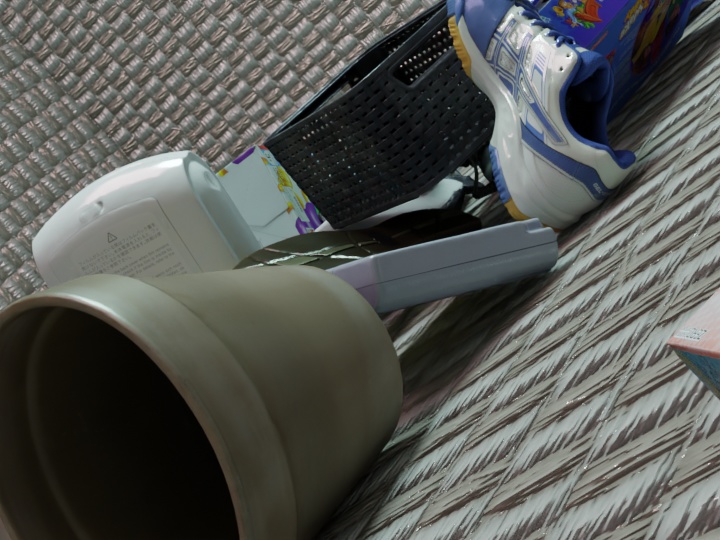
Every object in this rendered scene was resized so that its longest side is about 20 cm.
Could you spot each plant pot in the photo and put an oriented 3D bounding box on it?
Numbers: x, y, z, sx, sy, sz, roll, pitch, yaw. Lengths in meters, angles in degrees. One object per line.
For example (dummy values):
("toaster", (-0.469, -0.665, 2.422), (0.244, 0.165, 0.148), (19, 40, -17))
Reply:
("plant pot", (-0.075, 0.079, 0.842), (0.173, 0.200, 0.200), (-27, -8, -46))

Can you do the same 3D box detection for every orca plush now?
("orca plush", (0.019, -0.020, 1.330), (0.200, 0.105, 0.071), (-46, -28, -48))

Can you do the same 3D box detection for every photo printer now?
("photo printer", (-0.153, 0.012, 1.268), (0.166, 0.200, 0.069), (-27, 16, 20))

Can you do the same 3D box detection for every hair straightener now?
("hair straightener", (0.094, -0.099, 1.354), (0.041, 0.077, 0.200), (-57, 4, 19))

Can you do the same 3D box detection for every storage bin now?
("storage bin", (0.027, -0.118, 1.211), (0.135, 0.094, 0.200), (-44, 10, -22))

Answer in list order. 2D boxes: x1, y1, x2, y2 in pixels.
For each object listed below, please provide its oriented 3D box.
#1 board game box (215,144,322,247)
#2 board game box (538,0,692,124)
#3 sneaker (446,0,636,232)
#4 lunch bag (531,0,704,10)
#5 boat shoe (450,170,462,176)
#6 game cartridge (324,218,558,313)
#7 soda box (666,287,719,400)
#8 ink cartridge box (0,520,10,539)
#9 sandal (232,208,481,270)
("board game box", (-0.057, -0.039, 1.421), (0.105, 0.103, 0.200), (-35, -14, 23))
("board game box", (0.183, -0.174, 1.156), (0.200, 0.045, 0.135), (-47, -23, -33))
("sneaker", (0.119, -0.126, 1.006), (0.075, 0.201, 0.088), (5, -28, -47))
("lunch bag", (0.172, -0.207, 1.359), (0.200, 0.124, 0.170), (-45, 6, 4))
("boat shoe", (0.044, -0.102, 1.431), (0.072, 0.073, 0.200), (-24, -16, 5))
("game cartridge", (0.026, 0.007, 0.992), (0.133, 0.041, 0.200), (-10, -3, -15))
("soda box", (0.139, 0.021, 0.340), (0.068, 0.064, 0.200), (-44, 7, -5))
("ink cartridge box", (-0.290, 0.243, 1.219), (0.200, 0.043, 0.174), (-60, -7, -6))
("sandal", (0.000, 0.000, 1.194), (0.199, 0.055, 0.082), (-16, 24, -24))
